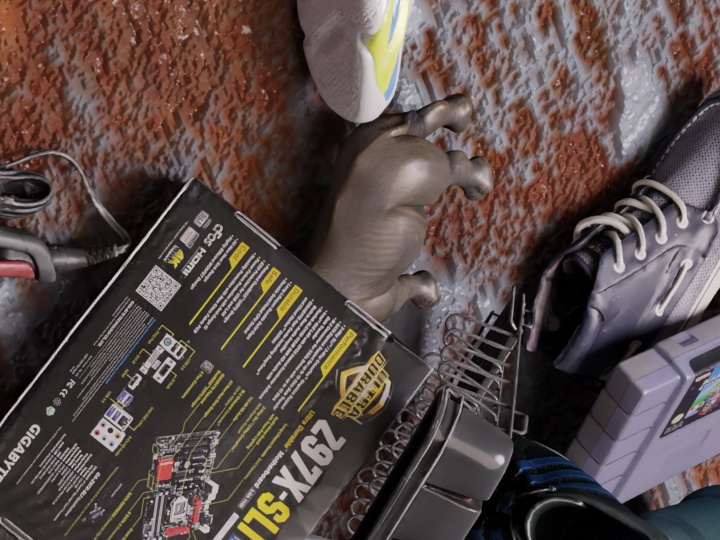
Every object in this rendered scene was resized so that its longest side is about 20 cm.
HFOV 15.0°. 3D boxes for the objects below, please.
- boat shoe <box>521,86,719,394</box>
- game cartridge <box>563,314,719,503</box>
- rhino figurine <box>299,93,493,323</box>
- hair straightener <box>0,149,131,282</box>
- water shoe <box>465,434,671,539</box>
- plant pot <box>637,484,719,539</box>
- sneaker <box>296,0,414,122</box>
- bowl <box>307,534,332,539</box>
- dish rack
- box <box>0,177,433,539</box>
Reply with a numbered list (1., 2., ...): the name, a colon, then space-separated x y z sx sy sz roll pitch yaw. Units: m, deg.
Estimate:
1. boat shoe: 0.165 -0.019 1.558 0.092 0.075 0.201 14 102 -47
2. game cartridge: 0.198 0.075 1.596 0.199 0.038 0.130 -21 152 -41
3. rhino figurine: 0.000 0.000 1.452 0.087 0.060 0.201 -8 130 -48
4. hair straightener: -0.195 -0.030 1.311 0.199 0.041 0.077 4 107 -34
5. water shoe: 0.103 0.132 1.496 0.072 0.199 0.079 -59 144 -8
6. plant pot: 0.141 0.235 1.590 0.195 0.200 0.202 -5 113 -25
7. sneaker: 0.026 -0.177 1.389 0.105 0.076 0.201 -13 116 -32
8. bowl: -0.078 0.225 1.489 0.199 0.075 0.201 18 99 -40
9. dish rack: 0.037 0.095 1.440 0.054 0.200 0.154 27 118 -7
10. box: -0.085 0.078 1.380 0.159 0.049 0.200 38 81 -7
